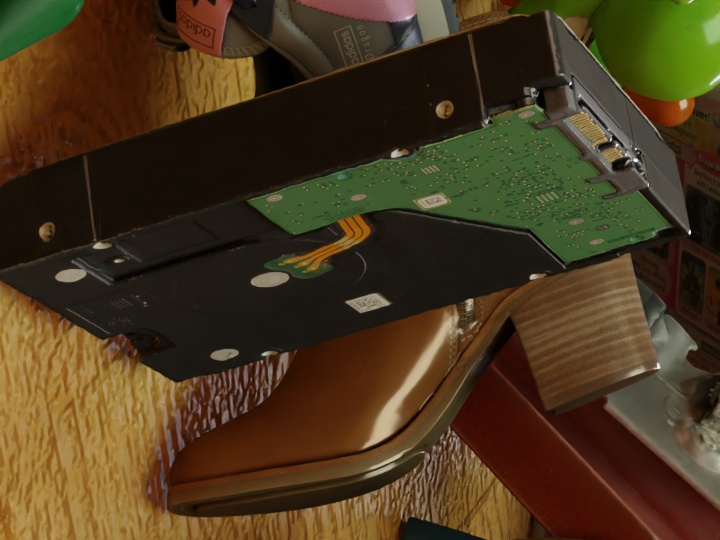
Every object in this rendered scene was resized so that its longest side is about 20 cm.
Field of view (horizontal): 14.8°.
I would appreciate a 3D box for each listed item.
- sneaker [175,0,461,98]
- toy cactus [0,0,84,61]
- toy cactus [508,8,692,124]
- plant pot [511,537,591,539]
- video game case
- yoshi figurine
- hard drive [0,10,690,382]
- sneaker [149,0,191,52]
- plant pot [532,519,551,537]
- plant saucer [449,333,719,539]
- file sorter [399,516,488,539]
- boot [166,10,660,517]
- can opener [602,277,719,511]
[{"bbox_3d":[-0.027,-0.110,0.880,0.082,0.070,0.200,-35,133,-12],"label":"sneaker"},{"bbox_3d":[-0.114,-0.077,0.807,0.200,0.102,0.166,-41,146,-66],"label":"toy cactus"},{"bbox_3d":[0.097,-0.137,1.191,0.165,0.102,0.200,-60,141,-52],"label":"toy cactus"},{"bbox_3d":[0.057,0.214,1.016,0.200,0.199,0.142,-50,132,-45],"label":"plant pot"},{"bbox_3d":[0.148,-0.006,1.254,0.024,0.200,0.183,-8,112,-24],"label":"video game case"},{"bbox_3d":[0.128,-0.147,1.049,0.112,0.112,0.200,3,126,-35],"label":"yoshi figurine"},{"bbox_3d":[-0.005,-0.021,0.919,0.140,0.199,0.038,36,42,-61],"label":"hard drive"},{"bbox_3d":[-0.035,-0.164,0.930,0.082,0.075,0.201,-32,129,-58],"label":"sneaker"},{"bbox_3d":[0.189,0.142,1.394,0.179,0.200,0.201,16,85,-49],"label":"plant pot"},{"bbox_3d":[0.083,0.067,1.167,0.037,0.200,0.200,-48,155,10],"label":"plant saucer"},{"bbox_3d":[0.104,0.214,1.224,0.123,0.199,0.139,-64,150,-20],"label":"file sorter"},{"bbox_3d":[0.000,0.000,1.052,0.074,0.199,0.155,100,-31,-79],"label":"boot"},{"bbox_3d":[0.097,0.030,1.181,0.053,0.200,0.067,-47,177,-26],"label":"can opener"}]
